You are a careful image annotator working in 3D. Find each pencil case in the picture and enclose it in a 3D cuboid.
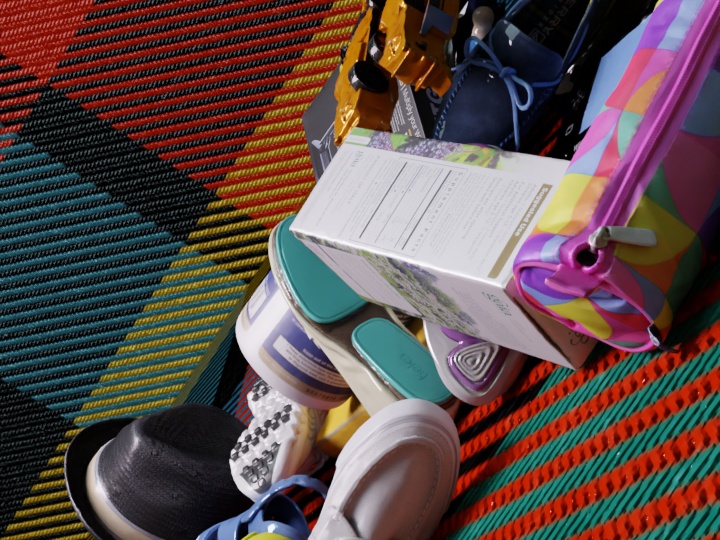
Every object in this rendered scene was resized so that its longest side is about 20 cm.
[{"bbox_3d":[0.146,-0.057,0.619,0.202,0.088,0.088,-61,9,-16],"label":"pencil case"}]

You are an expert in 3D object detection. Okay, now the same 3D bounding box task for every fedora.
[{"bbox_3d":[-0.149,0.172,1.120,0.092,0.199,0.201,-54,9,27],"label":"fedora"}]

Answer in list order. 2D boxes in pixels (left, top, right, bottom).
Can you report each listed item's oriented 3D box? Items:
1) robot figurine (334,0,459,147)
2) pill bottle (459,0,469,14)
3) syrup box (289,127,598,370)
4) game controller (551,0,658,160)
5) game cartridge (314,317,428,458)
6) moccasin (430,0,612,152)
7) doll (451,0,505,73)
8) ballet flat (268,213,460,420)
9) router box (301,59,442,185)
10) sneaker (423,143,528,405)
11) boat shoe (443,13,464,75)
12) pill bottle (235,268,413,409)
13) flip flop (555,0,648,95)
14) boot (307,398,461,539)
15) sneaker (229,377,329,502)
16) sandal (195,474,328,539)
[{"bbox_3d":[0.030,-0.175,0.961,0.145,0.058,0.201,-50,19,38],"label":"robot figurine"},{"bbox_3d":[0.084,-0.150,1.234,0.201,0.112,0.113,-56,8,9],"label":"pill bottle"},{"bbox_3d":[0.055,-0.018,0.738,0.199,0.079,0.082,15,68,52],"label":"syrup box"},{"bbox_3d":[0.179,-0.129,0.833,0.105,0.042,0.200,-61,8,-23],"label":"game controller"},{"bbox_3d":[0.044,0.049,1.039,0.200,0.032,0.178,-41,19,58],"label":"game cartridge"},{"bbox_3d":[0.110,-0.155,0.915,0.201,0.080,0.068,-59,-7,-6],"label":"moccasin"},{"bbox_3d":[0.094,-0.184,1.013,0.136,0.048,0.203,103,171,-87],"label":"doll"},{"bbox_3d":[-0.005,0.046,0.895,0.069,0.201,0.070,-25,-35,-19],"label":"ballet flat"},{"bbox_3d":[0.022,-0.103,1.118,0.157,0.052,0.202,-49,43,42],"label":"router box"},{"bbox_3d":[0.084,0.012,0.841,0.100,0.074,0.202,72,-163,-45],"label":"sneaker"},{"bbox_3d":[0.083,-0.125,1.142,0.072,0.060,0.205,12,-87,-59],"label":"boat shoe"},{"bbox_3d":[0.000,0.000,0.993,0.201,0.110,0.111,-52,9,24],"label":"pill bottle"},{"bbox_3d":[0.197,-0.217,0.980,0.201,0.081,0.057,-58,-25,6],"label":"flip flop"},{"bbox_3d":[0.000,0.175,0.725,0.096,0.073,0.202,-93,27,-66],"label":"boot"},{"bbox_3d":[-0.057,0.145,1.112,0.075,0.081,0.200,-34,14,15],"label":"sneaker"},{"bbox_3d":[-0.072,0.210,0.996,0.200,0.079,0.088,-29,25,57],"label":"sandal"}]
